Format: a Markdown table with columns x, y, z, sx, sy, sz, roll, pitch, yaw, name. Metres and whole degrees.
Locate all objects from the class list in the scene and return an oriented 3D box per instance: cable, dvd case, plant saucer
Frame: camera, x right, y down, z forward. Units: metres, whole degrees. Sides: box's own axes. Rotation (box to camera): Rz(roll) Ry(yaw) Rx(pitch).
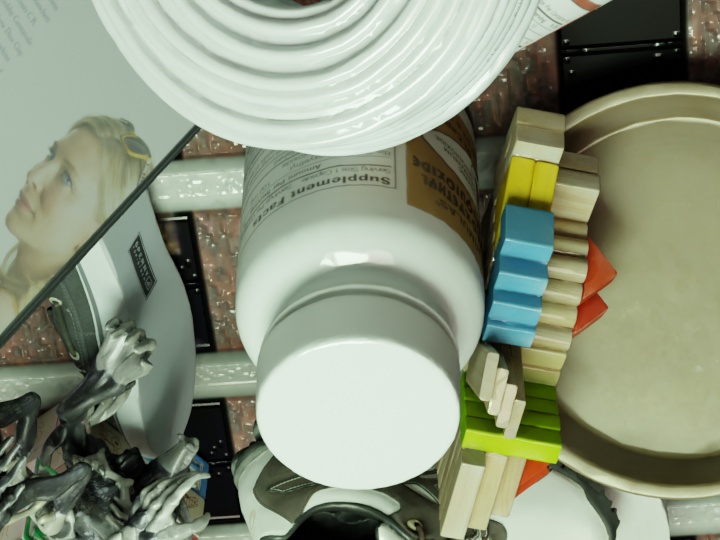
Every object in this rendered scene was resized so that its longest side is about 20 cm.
| x | y | z | sx | sy | sz | roll | pitch | yaw | name |
| --- | --- | --- | --- | --- | --- | --- | --- | --- | --- |
| -0.019 | -0.146 | 0.995 | 0.200 | 0.069 | 0.200 | -19 | 92 | 20 | cable |
| -0.136 | -0.082 | 1.090 | 0.018 | 0.200 | 0.143 | 11 | 142 | 45 | dvd case |
| 0.152 | 0.009 | 1.176 | 0.199 | 0.029 | 0.201 | 1 | 95 | 10 | plant saucer |

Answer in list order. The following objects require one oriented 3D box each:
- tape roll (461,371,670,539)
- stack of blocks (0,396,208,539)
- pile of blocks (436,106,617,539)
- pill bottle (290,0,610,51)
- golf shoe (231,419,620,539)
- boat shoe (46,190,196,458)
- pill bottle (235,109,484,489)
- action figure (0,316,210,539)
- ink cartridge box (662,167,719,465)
| x | y | z | sx | sy | sz | roll | pitch | yaw | name |
| --- | --- | --- | --- | --- | --- | --- | --- | --- | --- |
| 0.064 | 0.127 | 1.311 | 0.202 | 0.071 | 0.203 | 0 | 128 | 0 | tape roll |
| -0.145 | 0.150 | 1.249 | 0.059 | 0.200 | 0.115 | -33 | 121 | 27 | stack of blocks |
| 0.084 | 0.029 | 1.136 | 0.062 | 0.082 | 0.201 | 9 | 100 | -7 | pile of blocks |
| 0.051 | -0.149 | 1.068 | 0.200 | 0.112 | 0.112 | -28 | 123 | 20 | pill bottle |
| 0.033 | 0.132 | 1.214 | 0.199 | 0.095 | 0.078 | 11 | 126 | -9 | golf shoe |
| -0.129 | 0.011 | 1.233 | 0.056 | 0.069 | 0.200 | 8 | 131 | 22 | boat shoe |
| 0.000 | 0.000 | 1.129 | 0.114 | 0.200 | 0.115 | 0 | 129 | 0 | pill bottle |
| -0.122 | 0.093 | 1.163 | 0.102 | 0.119 | 0.200 | -41 | 154 | 16 | action figure |
| 0.171 | 0.026 | 1.202 | 0.199 | 0.050 | 0.161 | 9 | 98 | -9 | ink cartridge box |
